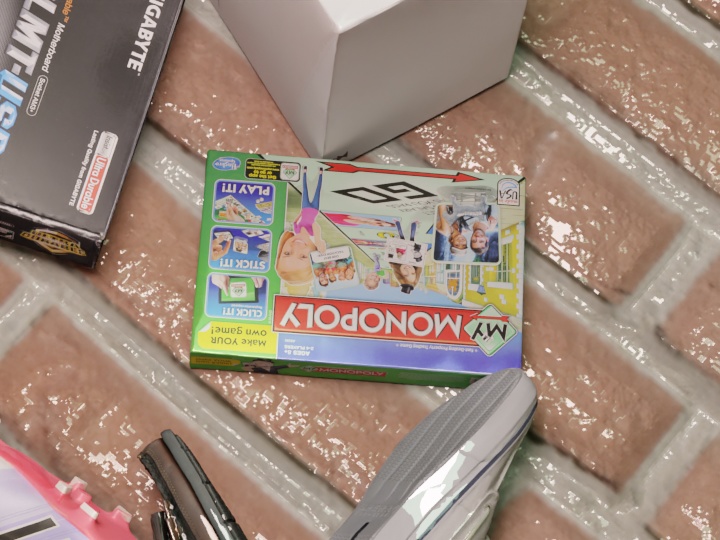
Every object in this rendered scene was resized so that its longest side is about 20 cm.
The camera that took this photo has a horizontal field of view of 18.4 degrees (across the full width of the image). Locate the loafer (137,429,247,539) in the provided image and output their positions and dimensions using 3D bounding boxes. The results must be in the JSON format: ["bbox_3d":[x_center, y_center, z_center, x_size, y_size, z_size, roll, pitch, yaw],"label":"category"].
[{"bbox_3d":[-0.080,0.186,1.246,0.063,0.072,0.200,-32,76,-4],"label":"loafer"}]

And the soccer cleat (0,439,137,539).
[{"bbox_3d":[-0.194,0.142,1.254,0.200,0.067,0.077,36,92,18],"label":"soccer cleat"}]

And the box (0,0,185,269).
[{"bbox_3d":[-0.225,-0.123,1.354,0.198,0.050,0.201,19,63,-5],"label":"box"}]

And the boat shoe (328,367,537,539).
[{"bbox_3d":[0.040,0.144,1.280,0.200,0.073,0.067,-45,111,-19],"label":"boat shoe"}]

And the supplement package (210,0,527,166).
[{"bbox_3d":[-0.009,-0.207,1.351,0.147,0.191,0.200,-28,72,-15],"label":"supplement package"}]

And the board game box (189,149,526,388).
[{"bbox_3d":[0.000,0.000,1.352,0.199,0.029,0.135,4,66,-3],"label":"board game box"}]
